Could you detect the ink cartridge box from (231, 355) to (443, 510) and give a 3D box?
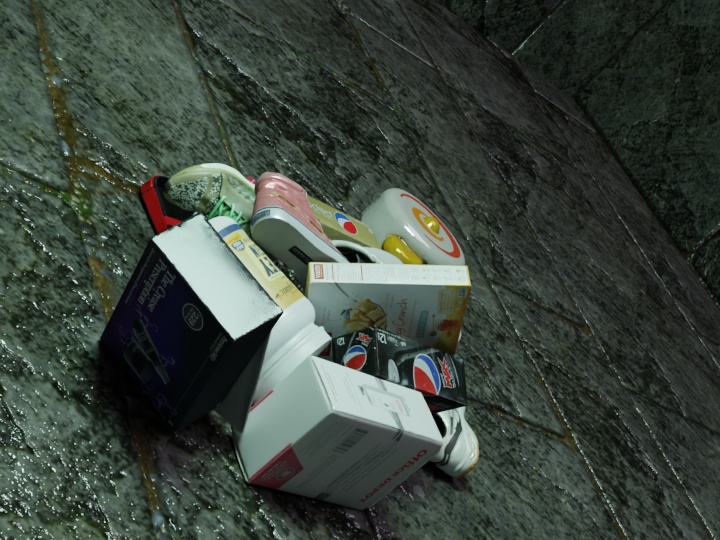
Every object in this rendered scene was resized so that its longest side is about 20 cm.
[{"bbox_3d":[-0.025,0.192,1.519,0.200,0.146,0.083,23,33,-45],"label":"ink cartridge box"}]

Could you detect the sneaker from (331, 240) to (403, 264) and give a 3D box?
[{"bbox_3d":[0.000,0.000,1.833,0.199,0.073,0.071,8,-2,-43],"label":"sneaker"}]

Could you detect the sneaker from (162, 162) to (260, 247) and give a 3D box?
[{"bbox_3d":[-0.152,-0.070,1.654,0.199,0.077,0.089,18,35,-25],"label":"sneaker"}]

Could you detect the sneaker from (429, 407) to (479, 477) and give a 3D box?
[{"bbox_3d":[0.102,0.193,1.842,0.088,0.076,0.200,28,27,-37],"label":"sneaker"}]

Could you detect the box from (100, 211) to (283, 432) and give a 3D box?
[{"bbox_3d":[-0.183,0.058,1.394,0.141,0.200,0.079,47,48,10],"label":"box"}]

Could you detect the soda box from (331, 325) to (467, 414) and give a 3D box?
[{"bbox_3d":[0.052,0.126,1.623,0.200,0.071,0.064,23,57,-50],"label":"soda box"}]

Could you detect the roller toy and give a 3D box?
[{"bbox_3d":[0.070,-0.034,2.086,0.200,0.140,0.183,26,27,-48],"label":"roller toy"}]

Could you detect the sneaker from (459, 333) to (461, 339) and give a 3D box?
[{"bbox_3d":[0.052,0.040,1.807,0.199,0.100,0.078,7,38,-12],"label":"sneaker"}]

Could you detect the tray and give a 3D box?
[{"bbox_3d":[-0.142,0.080,1.439,0.107,0.200,0.022,38,45,22],"label":"tray"}]

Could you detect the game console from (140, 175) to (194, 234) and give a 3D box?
[{"bbox_3d":[-0.202,-0.040,1.789,0.200,0.031,0.177,18,40,-47],"label":"game console"}]

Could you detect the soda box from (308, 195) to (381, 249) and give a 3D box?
[{"bbox_3d":[-0.064,-0.058,1.943,0.200,0.068,0.064,24,29,-41],"label":"soda box"}]

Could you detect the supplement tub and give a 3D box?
[{"bbox_3d":[-0.144,0.051,1.564,0.200,0.144,0.144,47,22,5],"label":"supplement tub"}]

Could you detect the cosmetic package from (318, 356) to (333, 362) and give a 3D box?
[{"bbox_3d":[0.008,0.166,1.711,0.107,0.085,0.200,23,30,-43],"label":"cosmetic package"}]

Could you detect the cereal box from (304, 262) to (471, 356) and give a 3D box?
[{"bbox_3d":[0.028,0.052,1.637,0.199,0.144,0.040,0,48,-6],"label":"cereal box"}]

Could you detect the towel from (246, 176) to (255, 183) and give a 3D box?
[{"bbox_3d":[-0.117,-0.056,1.970,0.200,0.022,0.145,44,21,-1],"label":"towel"}]

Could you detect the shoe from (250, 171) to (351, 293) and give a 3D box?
[{"bbox_3d":[-0.062,-0.037,1.632,0.200,0.071,0.091,43,30,-37],"label":"shoe"}]

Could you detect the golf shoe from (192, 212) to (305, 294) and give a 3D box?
[{"bbox_3d":[-0.142,-0.023,1.747,0.200,0.078,0.097,33,24,-33],"label":"golf shoe"}]
